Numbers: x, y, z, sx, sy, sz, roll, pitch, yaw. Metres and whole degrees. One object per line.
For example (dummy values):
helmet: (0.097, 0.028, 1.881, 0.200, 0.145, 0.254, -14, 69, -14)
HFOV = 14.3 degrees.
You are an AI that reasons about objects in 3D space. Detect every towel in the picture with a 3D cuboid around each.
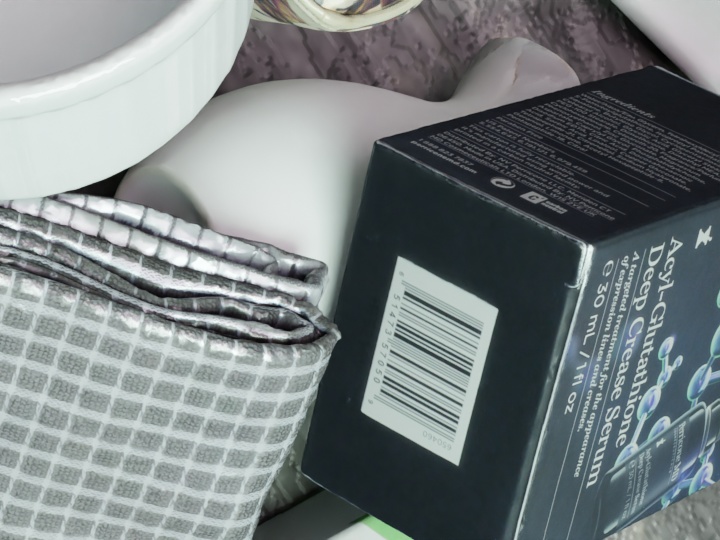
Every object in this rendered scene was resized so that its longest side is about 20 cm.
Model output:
towel: (-0.126, 0.052, 1.087, 0.199, 0.086, 0.166, 14, 125, -14)

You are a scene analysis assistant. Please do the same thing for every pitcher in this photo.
pitcher: (0.000, 0.000, 1.209, 0.200, 0.121, 0.172, -15, 106, -38)

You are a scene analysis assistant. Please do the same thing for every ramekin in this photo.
ramekin: (-0.129, -0.123, 1.025, 0.200, 0.098, 0.201, 0, 63, 1)

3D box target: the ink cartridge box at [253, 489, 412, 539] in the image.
ink cartridge box: (0.023, 0.192, 1.227, 0.146, 0.084, 0.200, -28, 101, -24)

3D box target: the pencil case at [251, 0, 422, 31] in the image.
pencil case: (-0.032, -0.143, 1.147, 0.078, 0.200, 0.090, 27, 86, -24)

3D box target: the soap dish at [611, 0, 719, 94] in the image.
soap dish: (0.179, -0.160, 1.281, 0.200, 0.157, 0.081, 43, 55, -20)

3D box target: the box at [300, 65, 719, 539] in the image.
box: (0.088, 0.017, 1.157, 0.200, 0.107, 0.149, -19, 129, -50)
